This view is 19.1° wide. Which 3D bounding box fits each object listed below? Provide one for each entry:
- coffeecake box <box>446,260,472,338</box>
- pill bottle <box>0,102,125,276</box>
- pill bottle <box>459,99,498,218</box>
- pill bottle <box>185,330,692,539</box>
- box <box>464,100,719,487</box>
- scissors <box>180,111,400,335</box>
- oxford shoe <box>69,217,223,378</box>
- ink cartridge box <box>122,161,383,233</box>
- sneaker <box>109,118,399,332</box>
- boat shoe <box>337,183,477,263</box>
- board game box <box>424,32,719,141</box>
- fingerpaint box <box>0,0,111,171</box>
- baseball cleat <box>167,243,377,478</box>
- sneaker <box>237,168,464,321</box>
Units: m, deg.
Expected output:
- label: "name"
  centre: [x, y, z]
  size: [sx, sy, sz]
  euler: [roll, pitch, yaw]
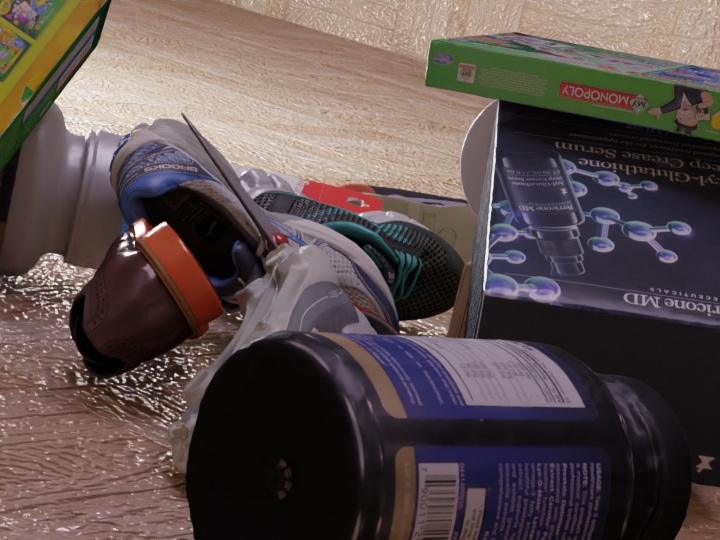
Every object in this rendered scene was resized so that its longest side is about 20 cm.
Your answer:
- label: "coffeecake box"
  centre: [0.165, 0.047, 1.330]
  size: [0.199, 0.074, 0.153]
  euler: [16, 10, 12]
- label: "pill bottle"
  centre: [-0.239, -0.058, 1.274]
  size: [0.199, 0.112, 0.111]
  euler: [11, 10, -10]
- label: "pill bottle"
  centre: [0.143, -0.068, 1.399]
  size: [0.113, 0.115, 0.200]
  euler: [17, 8, 21]
- label: "pill bottle"
  centre: [0.038, 0.083, 0.863]
  size: [0.199, 0.113, 0.112]
  euler: [5, 13, -42]
- label: "box"
  centre: [0.136, 0.008, 1.176]
  size: [0.147, 0.108, 0.200]
  euler: [8, 36, 1]
- label: "scissors"
  centre: [-0.039, -0.004, 1.175]
  size: [0.200, 0.014, 0.073]
  euler: [48, 29, -8]
- label: "oxford shoe"
  centre: [-0.124, 0.018, 1.131]
  size: [0.071, 0.072, 0.200]
  euler: [56, -10, 0]
- label: "ink cartridge box"
  centre: [-0.088, -0.034, 1.458]
  size: [0.199, 0.068, 0.116]
  euler: [13, 10, 0]
- label: "sneaker"
  centre: [-0.063, 0.000, 1.227]
  size: [0.199, 0.077, 0.085]
  euler: [34, 19, -15]
- label: "boat shoe"
  centre: [0.055, -0.020, 1.575]
  size: [0.199, 0.072, 0.063]
  euler: [12, 0, -19]
- label: "board game box"
  centre: [0.153, -0.106, 1.231]
  size: [0.199, 0.029, 0.134]
  euler: [13, 13, 23]
- label: "fingerpaint box"
  centre: [-0.263, -0.115, 1.188]
  size: [0.166, 0.201, 0.073]
  euler: [33, -26, -1]
- label: "baseball cleat"
  centre: [-0.027, 0.059, 1.032]
  size: [0.107, 0.070, 0.200]
  euler: [48, 29, -14]
- label: "sneaker"
  centre: [0.000, 0.000, 1.349]
  size: [0.199, 0.078, 0.091]
  euler: [14, 11, -39]
